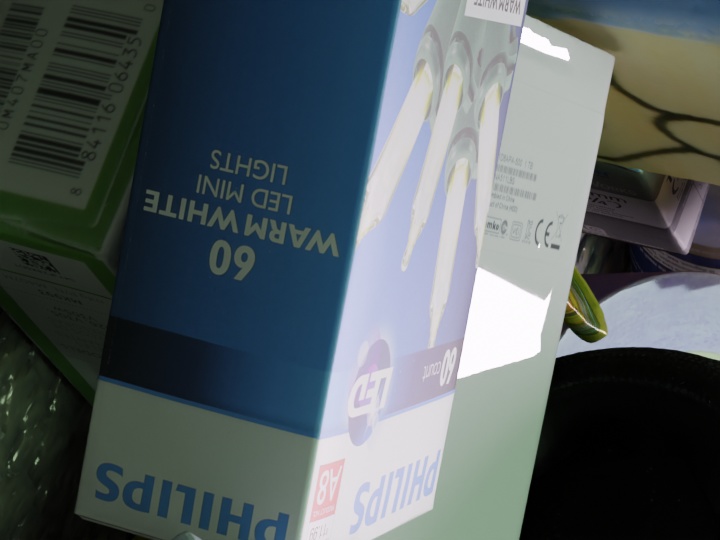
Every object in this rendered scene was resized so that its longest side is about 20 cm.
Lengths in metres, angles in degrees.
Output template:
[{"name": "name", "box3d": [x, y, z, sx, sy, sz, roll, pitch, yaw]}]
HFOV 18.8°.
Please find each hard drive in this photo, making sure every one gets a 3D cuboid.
[{"name": "hard drive", "box3d": [0.022, 0.024, 0.636, 0.132, 0.025, 0.202, 10, 92, -61]}]

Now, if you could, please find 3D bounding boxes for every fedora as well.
[{"name": "fedora", "box3d": [0.092, 0.127, 0.749, 0.201, 0.199, 0.092, -60, 149, -32]}]

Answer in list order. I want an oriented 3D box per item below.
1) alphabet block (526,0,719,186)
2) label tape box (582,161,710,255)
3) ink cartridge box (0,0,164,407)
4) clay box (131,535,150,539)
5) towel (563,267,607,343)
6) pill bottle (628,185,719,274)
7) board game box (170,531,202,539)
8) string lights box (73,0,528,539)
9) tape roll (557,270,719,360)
[{"name": "alphabet block", "box3d": [0.135, -0.144, 0.753, 0.200, 0.194, 0.198, 32, 75, -62]}, {"name": "label tape box", "box3d": [0.120, -0.104, 0.948, 0.200, 0.063, 0.145, 40, 66, -67]}, {"name": "ink cartridge box", "box3d": [-0.043, -0.015, 0.601, 0.200, 0.059, 0.105, 60, 48, -62]}, {"name": "clay box", "box3d": [-0.071, 0.164, 0.676, 0.115, 0.047, 0.202, -37, 137, -59]}, {"name": "towel", "box3d": [0.032, -0.041, 0.724, 0.018, 0.086, 0.200, -36, 149, 7]}, {"name": "pill bottle", "box3d": [0.197, 0.001, 1.148, 0.112, 0.110, 0.201, -60, 155, -33]}, {"name": "board game box", "box3d": [-0.078, 0.155, 0.515, 0.199, 0.041, 0.200, -36, 155, 1]}, {"name": "string lights box", "box3d": [-0.005, -0.039, 0.514, 0.103, 0.058, 0.202, -10, 112, -70]}, {"name": "tape roll", "box3d": [0.110, 0.101, 0.888, 0.198, 0.085, 0.202, 0, 89, -31]}]
